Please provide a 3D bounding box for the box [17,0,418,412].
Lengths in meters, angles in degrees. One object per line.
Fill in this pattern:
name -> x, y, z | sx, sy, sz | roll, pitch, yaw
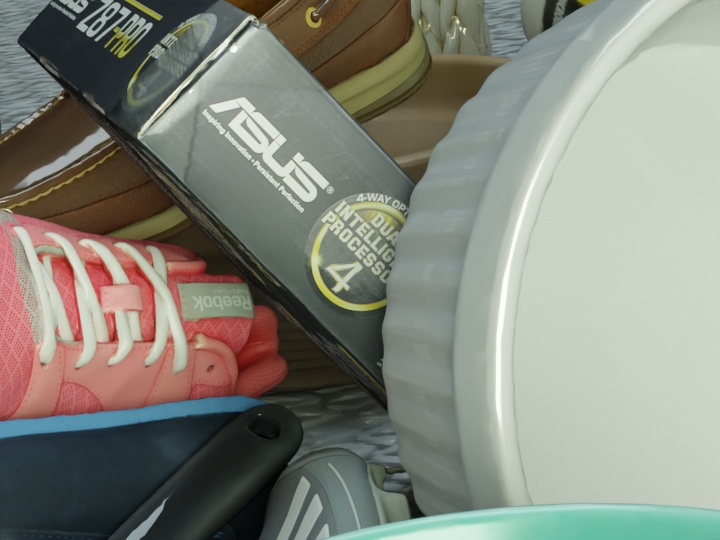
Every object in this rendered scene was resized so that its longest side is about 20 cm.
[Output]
box -> 0.000, 0.000, 0.756 | 0.049, 0.200, 0.161 | -45, 21, -1

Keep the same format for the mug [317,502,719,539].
mug -> 0.014, 0.122, 0.440 | 0.185, 0.115, 0.152 | -15, 18, -25

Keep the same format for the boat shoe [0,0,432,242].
boat shoe -> -0.063, -0.060, 0.883 | 0.200, 0.068, 0.072 | -31, 32, -32

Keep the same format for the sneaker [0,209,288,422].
sneaker -> -0.078, 0.010, 0.766 | 0.087, 0.074, 0.200 | -15, -13, 13

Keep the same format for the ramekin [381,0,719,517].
ramekin -> 0.099, 0.018, 0.644 | 0.200, 0.201, 0.105 | -13, 6, -20

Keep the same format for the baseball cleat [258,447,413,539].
baseball cleat -> -0.027, 0.095, 0.643 | 0.106, 0.070, 0.200 | -9, 14, -7

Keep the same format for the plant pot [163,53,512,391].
plant pot -> -0.019, -0.014, 0.994 | 0.200, 0.093, 0.201 | -7, 14, 2

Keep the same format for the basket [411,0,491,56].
basket -> -0.030, -0.146, 1.284 | 0.160, 0.201, 0.198 | -6, 15, -4

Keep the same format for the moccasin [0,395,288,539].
moccasin -> -0.101, 0.079, 0.712 | 0.199, 0.068, 0.080 | -9, -13, -24

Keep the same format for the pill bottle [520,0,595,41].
pill bottle -> 0.164, -0.072, 0.954 | 0.200, 0.115, 0.114 | 38, 38, 26

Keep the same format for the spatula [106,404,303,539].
spatula -> -0.077, 0.088, 0.672 | 0.056, 0.021, 0.200 | 31, 44, 19
